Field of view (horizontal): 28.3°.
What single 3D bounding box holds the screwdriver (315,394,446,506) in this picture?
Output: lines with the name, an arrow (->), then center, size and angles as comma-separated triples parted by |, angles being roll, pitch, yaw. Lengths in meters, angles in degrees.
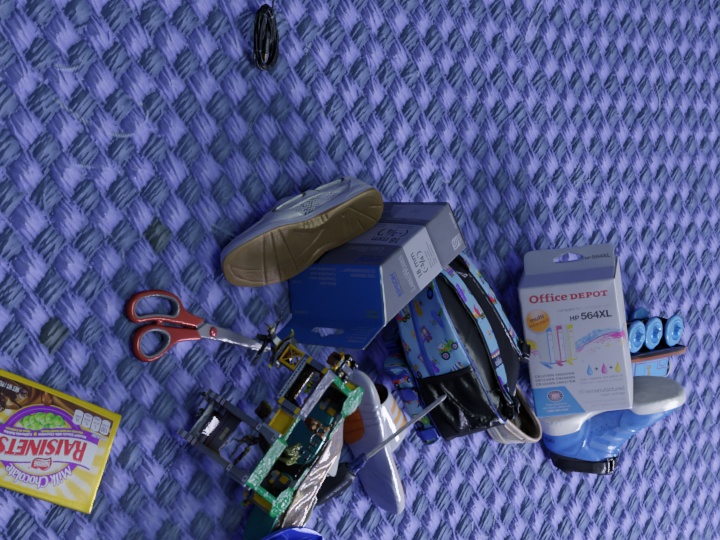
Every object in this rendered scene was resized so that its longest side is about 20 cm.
screwdriver -> 0.016, 0.196, 1.595 | 0.029, 0.200, 0.028 | 42, 16, -12

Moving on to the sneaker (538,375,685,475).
sneaker -> 0.349, 0.217, 1.945 | 0.077, 0.200, 0.111 | -102, 175, -62

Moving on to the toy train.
toy train -> 0.390, 0.117, 2.044 | 0.200, 0.087, 0.114 | -4, 104, -48

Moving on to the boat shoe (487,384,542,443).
boat shoe -> 0.171, 0.148, 1.818 | 0.072, 0.065, 0.200 | -54, 127, -31

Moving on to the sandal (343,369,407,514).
sandal -> 0.021, 0.188, 1.655 | 0.059, 0.079, 0.207 | -38, 127, -34

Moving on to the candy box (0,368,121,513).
candy box -> -0.316, 0.153, 1.325 | 0.200, 0.026, 0.102 | 29, 74, -44

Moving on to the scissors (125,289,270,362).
scissors -> -0.163, 0.056, 1.493 | 0.200, 0.014, 0.073 | 0, 90, -45

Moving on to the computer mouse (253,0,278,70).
computer mouse -> -0.096, -0.316, 1.544 | 0.059, 0.034, 0.200 | 15, 86, -63

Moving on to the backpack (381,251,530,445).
backpack -> 0.098, 0.077, 1.663 | 0.200, 0.134, 0.183 | 62, 22, -17

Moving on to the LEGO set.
LEGO set -> -0.101, 0.149, 1.502 | 0.200, 0.116, 0.154 | -58, 154, -2

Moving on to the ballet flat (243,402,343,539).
ballet flat -> -0.064, 0.226, 1.577 | 0.067, 0.068, 0.200 | 43, 72, -44

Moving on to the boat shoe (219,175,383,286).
boat shoe -> -0.073, -0.046, 1.553 | 0.200, 0.069, 0.071 | -25, 133, -24

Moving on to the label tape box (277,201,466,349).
label tape box -> 0.000, 0.000, 1.571 | 0.200, 0.144, 0.063 | -43, 121, -37

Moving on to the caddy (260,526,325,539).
caddy -> -0.088, 0.371, 1.515 | 0.141, 0.105, 0.200 | 19, 99, -45

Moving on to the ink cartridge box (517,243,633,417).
ink cartridge box -> 0.279, 0.072, 1.855 | 0.125, 0.128, 0.200 | -52, 134, -72
